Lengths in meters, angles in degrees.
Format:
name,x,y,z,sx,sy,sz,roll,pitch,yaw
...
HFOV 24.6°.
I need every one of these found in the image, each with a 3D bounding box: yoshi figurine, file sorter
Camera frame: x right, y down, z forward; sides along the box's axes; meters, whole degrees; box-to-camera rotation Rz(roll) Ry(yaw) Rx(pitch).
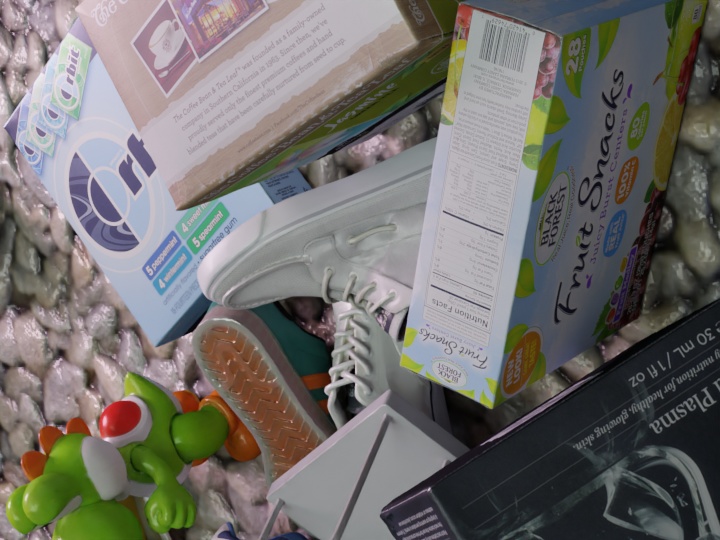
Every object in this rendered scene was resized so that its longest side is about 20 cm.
name,x,y,z,sx,sy,sz,roll,pitch,yaw
yoshi figurine,-0.152,0.152,1.123,0.111,0.199,0.113,34,122,23
file sorter,0.039,0.202,0.988,0.199,0.125,0.139,37,135,-12

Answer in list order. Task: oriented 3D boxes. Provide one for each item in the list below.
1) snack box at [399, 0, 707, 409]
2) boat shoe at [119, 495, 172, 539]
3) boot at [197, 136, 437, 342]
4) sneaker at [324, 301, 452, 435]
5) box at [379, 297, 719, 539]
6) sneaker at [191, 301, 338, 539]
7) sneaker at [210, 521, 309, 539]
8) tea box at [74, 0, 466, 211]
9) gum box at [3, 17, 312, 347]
name,x,y,z,sx,sy,sz,roll,pitch,yaw
snack box,0.104,-0.050,0.878,0.067,0.168,0.202,22,117,30
boat shoe,-0.159,0.226,1.233,0.086,0.074,0.204,-23,84,57
boot,0.000,0.000,0.988,0.198,0.073,0.096,-26,67,14
sneaker,0.011,0.058,1.049,0.072,0.071,0.202,-11,98,39
box,0.150,0.155,0.876,0.198,0.199,0.124,58,163,5
sneaker,-0.037,0.091,1.106,0.071,0.080,0.201,-15,116,29
sneaker,-0.026,0.220,1.128,0.197,0.083,0.074,9,144,12
tea box,-0.012,-0.151,0.915,0.199,0.196,0.135,-30,86,40
gum box,-0.144,-0.077,1.141,0.201,0.044,0.170,55,129,11
